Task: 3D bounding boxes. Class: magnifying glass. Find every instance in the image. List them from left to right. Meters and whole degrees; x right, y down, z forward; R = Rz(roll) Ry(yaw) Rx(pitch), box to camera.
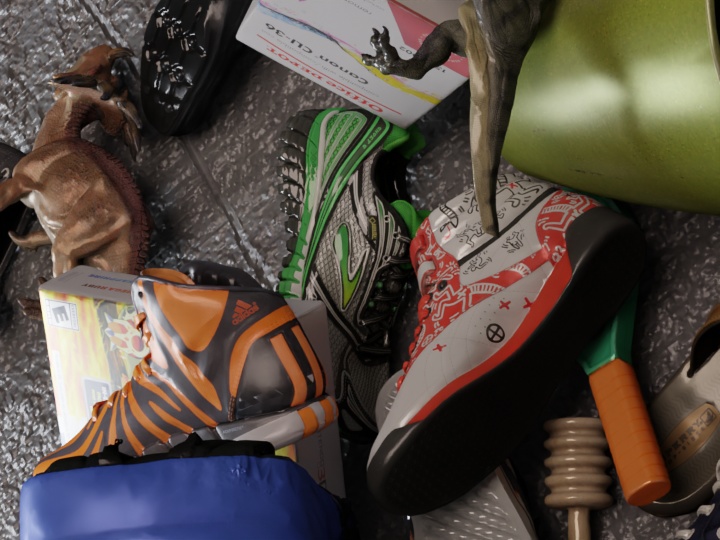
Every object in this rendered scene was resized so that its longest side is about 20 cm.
[{"bbox_3d":[0.127,0.037,1.201,0.080,0.022,0.200,-35,49,25],"label":"magnifying glass"}]

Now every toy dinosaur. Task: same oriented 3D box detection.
[{"bbox_3d":[-0.167,-0.047,1.403,0.135,0.086,0.200,-36,72,9],"label":"toy dinosaur"},{"bbox_3d":[0.053,-0.124,1.114,0.047,0.088,0.200,156,129,-71],"label":"toy dinosaur"}]

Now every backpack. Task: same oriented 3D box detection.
[{"bbox_3d":[-0.077,0.170,1.106,0.162,0.200,0.168,-10,67,4],"label":"backpack"}]

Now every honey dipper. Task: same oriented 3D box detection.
[{"bbox_3d":[0.117,0.179,1.190,0.038,0.038,0.200,-8,75,32],"label":"honey dipper"}]

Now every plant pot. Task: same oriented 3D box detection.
[{"bbox_3d":[0.161,-0.107,1.162,0.200,0.187,0.187,-9,73,47],"label":"plant pot"}]

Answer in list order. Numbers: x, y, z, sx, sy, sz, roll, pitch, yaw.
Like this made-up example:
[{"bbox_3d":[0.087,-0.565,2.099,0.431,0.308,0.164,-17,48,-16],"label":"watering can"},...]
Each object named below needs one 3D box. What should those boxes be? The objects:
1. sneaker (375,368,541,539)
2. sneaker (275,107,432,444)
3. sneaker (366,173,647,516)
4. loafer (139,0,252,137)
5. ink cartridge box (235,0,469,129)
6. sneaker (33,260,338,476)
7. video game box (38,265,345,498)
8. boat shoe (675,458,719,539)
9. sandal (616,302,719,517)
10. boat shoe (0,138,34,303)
[{"bbox_3d":[0.062,0.150,1.202,0.078,0.079,0.200,-16,59,9],"label":"sneaker"},{"bbox_3d":[0.000,0.000,1.289,0.085,0.078,0.200,-6,79,23],"label":"sneaker"},{"bbox_3d":[0.053,0.034,1.192,0.201,0.067,0.108,-48,44,-11],"label":"sneaker"},{"bbox_3d":[-0.079,-0.172,1.392,0.068,0.070,0.201,41,119,37],"label":"loafer"},{"bbox_3d":[0.006,-0.143,1.234,0.068,0.116,0.200,-64,8,-15],"label":"ink cartridge box"},{"bbox_3d":[-0.108,0.057,1.211,0.200,0.078,0.112,-21,91,29],"label":"sneaker"},{"bbox_3d":[-0.093,0.106,1.289,0.182,0.047,0.200,6,112,33],"label":"video game box"},{"bbox_3d":[0.192,0.135,1.137,0.200,0.075,0.093,-19,61,20],"label":"boat shoe"},{"bbox_3d":[0.197,0.044,1.159,0.200,0.055,0.082,-48,56,15],"label":"sandal"},{"bbox_3d":[-0.261,0.010,1.469,0.066,0.070,0.200,19,81,37],"label":"boat shoe"}]
